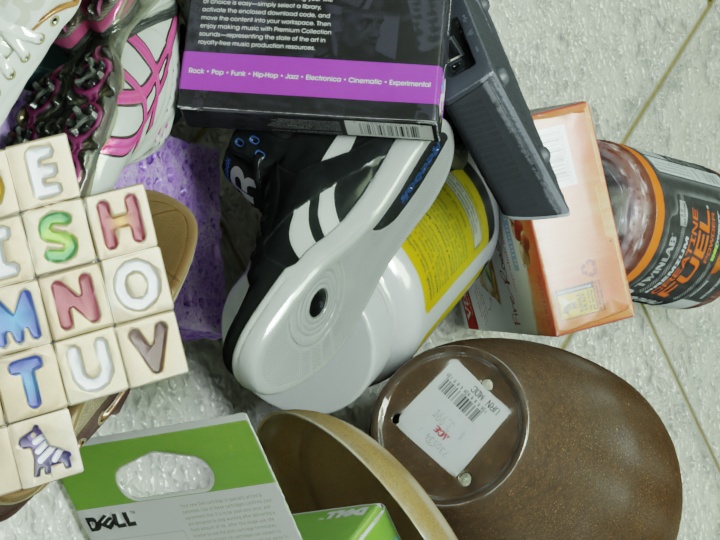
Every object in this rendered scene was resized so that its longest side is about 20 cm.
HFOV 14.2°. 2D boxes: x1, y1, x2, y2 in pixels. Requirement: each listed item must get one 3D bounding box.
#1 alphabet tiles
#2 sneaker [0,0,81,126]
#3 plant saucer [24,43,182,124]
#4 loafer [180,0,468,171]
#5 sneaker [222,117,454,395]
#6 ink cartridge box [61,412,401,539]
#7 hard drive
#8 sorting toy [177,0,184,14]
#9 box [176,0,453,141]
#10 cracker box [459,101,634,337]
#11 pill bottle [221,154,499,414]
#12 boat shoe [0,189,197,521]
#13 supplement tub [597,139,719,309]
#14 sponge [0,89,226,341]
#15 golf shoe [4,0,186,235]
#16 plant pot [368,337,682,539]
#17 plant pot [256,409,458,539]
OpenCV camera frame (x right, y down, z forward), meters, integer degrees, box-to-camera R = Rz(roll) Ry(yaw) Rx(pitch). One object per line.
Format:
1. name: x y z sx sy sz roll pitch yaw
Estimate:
1. alphabet tiles: -0.188 0.028 1.432 0.199 0.008 0.168 -15 94 -20
2. sneaker: -0.195 -0.122 1.472 0.073 0.085 0.201 33 60 -15
3. plant saucer: -0.161 -0.131 1.605 0.200 0.019 0.070 11 73 -55
4. loafer: -0.027 -0.102 1.668 0.199 0.070 0.075 26 35 -23
5. sneaker: -0.043 -0.021 1.572 0.200 0.111 0.073 -52 148 -32
6. ink cartridge box: -0.059 0.153 1.560 0.076 0.147 0.201 -47 119 -48
7. hard drive: 0.061 -0.126 1.662 0.135 0.042 0.201 58 10 -42
8. sorting toy: -0.086 -0.258 1.686 0.199 0.069 0.201 51 38 -34
9. box: -0.018 -0.173 1.579 0.036 0.142 0.201 72 23 -72
10. cracker box: 0.102 -0.031 1.814 0.057 0.200 0.135 -14 93 -13
11. pill bottle: 0.000 0.000 1.698 0.200 0.114 0.115 -47 120 -58
12. boat shoe: -0.150 0.047 1.516 0.072 0.072 0.201 104 11 -61
13. supplement tub: 0.181 -0.033 1.996 0.199 0.106 0.108 9 74 -54
14. sponge: -0.144 -0.029 1.590 0.200 0.030 0.112 14 70 -53
15. golf shoe: -0.130 -0.084 1.533 0.092 0.072 0.201 46 42 -36
16. plant pot: 0.079 0.113 1.689 0.200 0.186 0.188 45 44 -65
17. plant pot: 0.012 0.159 1.626 0.027 0.200 0.201 -34 112 -23
